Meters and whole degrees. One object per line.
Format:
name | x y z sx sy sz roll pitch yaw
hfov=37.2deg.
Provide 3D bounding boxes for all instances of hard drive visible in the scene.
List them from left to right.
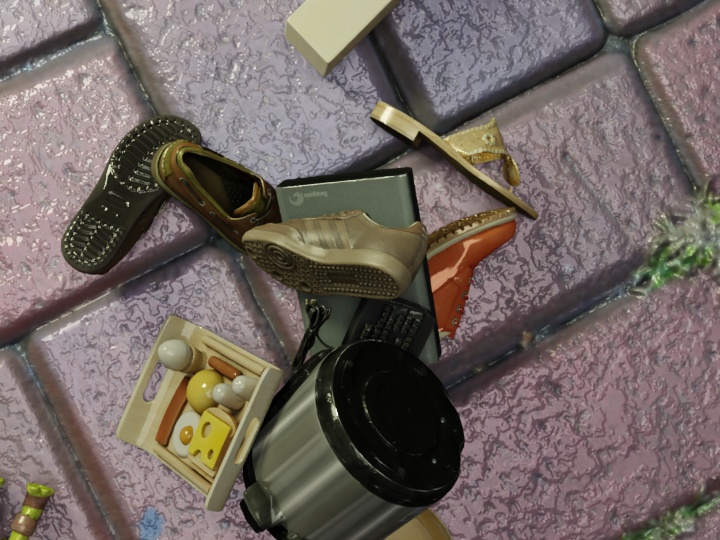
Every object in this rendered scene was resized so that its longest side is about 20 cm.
hard drive | 0.000 0.000 1.083 0.138 0.033 0.202 -4 110 19

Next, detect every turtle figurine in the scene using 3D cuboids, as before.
turtle figurine | -0.361 0.299 1.094 0.198 0.064 0.163 11 81 3

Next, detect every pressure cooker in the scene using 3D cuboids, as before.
pressure cooker | -0.019 0.186 1.042 0.175 0.180 0.200 27 131 -22

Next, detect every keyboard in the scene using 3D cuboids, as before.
keyboard | -0.010 0.090 1.085 0.126 0.021 0.201 19 133 -3

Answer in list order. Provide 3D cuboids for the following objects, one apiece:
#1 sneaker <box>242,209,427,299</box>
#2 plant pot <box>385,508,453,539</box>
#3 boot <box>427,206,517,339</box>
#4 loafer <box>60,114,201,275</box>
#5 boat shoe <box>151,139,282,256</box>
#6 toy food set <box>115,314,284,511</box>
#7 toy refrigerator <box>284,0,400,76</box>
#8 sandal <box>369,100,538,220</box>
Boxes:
sneaker | -0.022 -0.022 1.031 0.076 0.199 0.071 -53 139 -31
plant pot | 0.009 0.332 1.149 0.198 0.027 0.202 0 89 -6
boot | 0.095 0.011 1.142 0.199 0.075 0.108 -32 95 3
loafer | -0.239 -0.077 1.111 0.073 0.071 0.201 35 70 4
boat shoe | -0.119 -0.064 1.089 0.199 0.068 0.073 28 76 -28
toy food set | -0.167 0.135 1.062 0.060 0.199 0.145 26 86 -38
toy refrigerator | 0.009 -0.305 1.131 0.070 0.076 0.200 44 86 -4
sandal | 0.116 -0.138 1.139 0.211 0.078 0.070 32 91 1
